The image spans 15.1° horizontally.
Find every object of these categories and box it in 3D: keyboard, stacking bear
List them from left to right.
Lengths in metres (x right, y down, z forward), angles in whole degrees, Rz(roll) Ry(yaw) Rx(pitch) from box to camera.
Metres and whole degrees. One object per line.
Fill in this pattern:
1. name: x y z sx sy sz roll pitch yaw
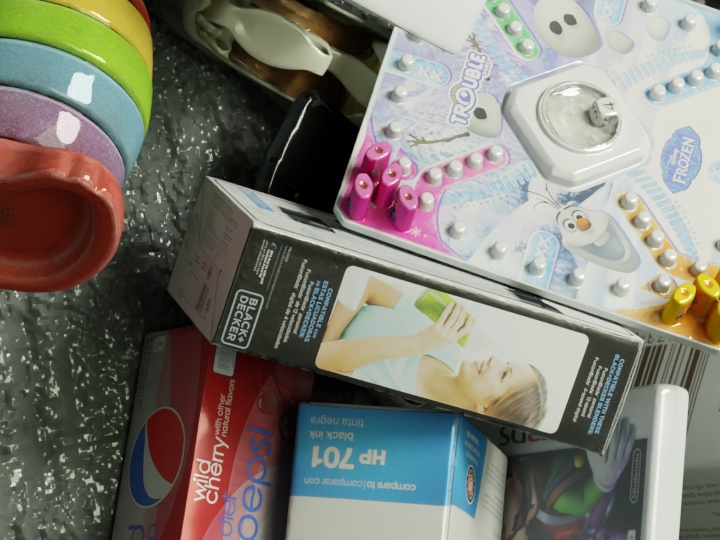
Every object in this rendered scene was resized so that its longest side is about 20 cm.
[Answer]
1. stacking bear: -0.143 -0.102 1.253 0.121 0.114 0.200 11 60 6
2. keyboard: 0.000 0.000 1.397 0.200 0.040 0.104 43 63 -39

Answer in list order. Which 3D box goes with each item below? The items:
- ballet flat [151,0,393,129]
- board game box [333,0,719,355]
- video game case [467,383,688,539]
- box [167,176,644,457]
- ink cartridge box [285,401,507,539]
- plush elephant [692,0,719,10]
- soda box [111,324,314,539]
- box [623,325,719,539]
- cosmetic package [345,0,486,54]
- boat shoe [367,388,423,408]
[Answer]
1. ballet flat: -0.018 -0.102 1.375 0.200 0.064 0.067 27 97 -32
2. board game box: 0.107 -0.075 1.318 0.200 0.026 0.200 19 56 -2
3. video game case: 0.094 0.163 1.358 0.023 0.182 0.201 12 77 -30
4. box: 0.019 0.021 1.281 0.200 0.117 0.060 17 98 -17
5. ink cartridge box: 0.015 0.174 1.313 0.146 0.086 0.201 46 49 -72
6. plush elephant: 0.227 -0.177 1.543 0.164 0.155 0.200 1 41 -1
7. soda box: -0.077 0.129 1.297 0.063 0.070 0.201 18 72 -33
8. box: 0.212 0.060 1.455 0.171 0.199 0.200 35 64 -31
9. cosmetic package: 0.008 -0.232 1.283 0.123 0.200 0.200 26 96 -27
10. boat shoe: 0.053 -0.025 1.372 0.072 0.068 0.200 27 76 -48
